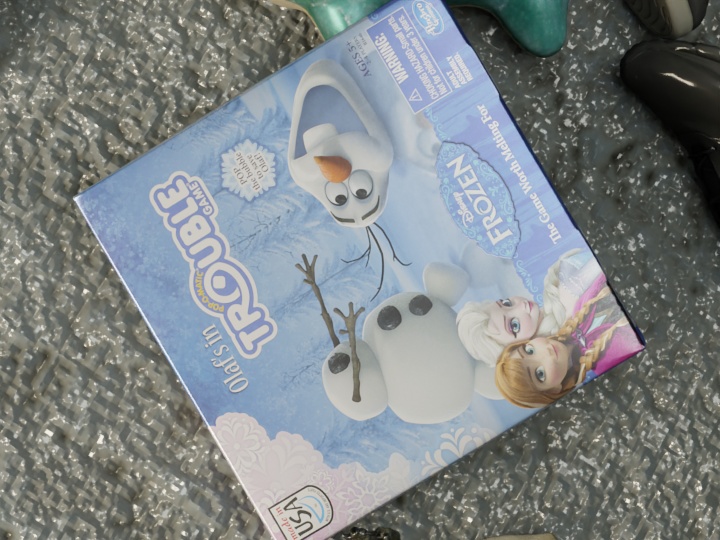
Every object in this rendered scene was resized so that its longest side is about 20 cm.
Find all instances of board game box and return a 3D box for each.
[{"bbox_3d":[0.000,0.000,1.403,0.198,0.043,0.201,-31,90,6],"label":"board game box"}]

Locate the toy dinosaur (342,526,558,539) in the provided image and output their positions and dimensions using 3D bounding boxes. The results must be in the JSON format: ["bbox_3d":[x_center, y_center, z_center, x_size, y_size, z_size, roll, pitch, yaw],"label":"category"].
[{"bbox_3d":[0.003,0.168,1.409,0.200,0.047,0.088,-45,119,-16],"label":"toy dinosaur"}]

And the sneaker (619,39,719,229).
[{"bbox_3d":[0.205,-0.039,1.479,0.200,0.076,0.091,36,84,-3],"label":"sneaker"}]

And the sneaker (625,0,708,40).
[{"bbox_3d":[0.161,-0.221,1.488,0.106,0.075,0.201,-16,85,-13],"label":"sneaker"}]

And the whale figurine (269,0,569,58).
[{"bbox_3d":[0.024,-0.176,1.434,0.199,0.104,0.160,24,77,-10],"label":"whale figurine"}]
